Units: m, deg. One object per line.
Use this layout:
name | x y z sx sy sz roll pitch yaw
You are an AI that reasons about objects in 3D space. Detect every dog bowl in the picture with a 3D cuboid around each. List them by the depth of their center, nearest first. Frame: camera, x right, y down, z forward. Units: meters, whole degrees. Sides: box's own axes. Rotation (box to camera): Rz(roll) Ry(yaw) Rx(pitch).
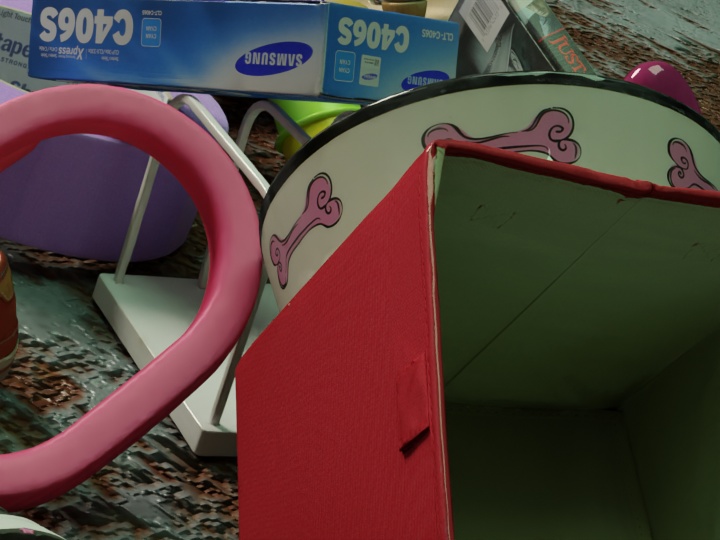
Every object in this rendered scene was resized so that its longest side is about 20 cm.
dog bowl | 0.059 0.009 0.877 0.199 0.200 0.074 10 55 -21

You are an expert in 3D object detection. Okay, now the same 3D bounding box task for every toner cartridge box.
toner cartridge box | -0.059 -0.104 1.039 0.199 0.044 0.095 8 5 42

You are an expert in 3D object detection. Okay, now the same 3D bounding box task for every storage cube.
storage cube | 0.064 0.086 0.752 0.170 0.180 0.202 9 61 -22

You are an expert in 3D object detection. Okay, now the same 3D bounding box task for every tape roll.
tape roll | -0.171 -0.081 1.127 0.199 0.066 0.200 21 18 -7

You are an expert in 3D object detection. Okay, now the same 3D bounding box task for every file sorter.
file sorter | 0.000 0.000 1.034 0.199 0.125 0.139 4 27 -31

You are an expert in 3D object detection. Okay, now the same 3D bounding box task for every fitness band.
fitness band | -0.130 0.009 0.885 0.200 0.037 0.144 -40 84 -26

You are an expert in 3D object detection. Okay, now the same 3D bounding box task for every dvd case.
dvd case | 0.101 -0.045 1.105 0.022 0.146 0.201 -29 76 -25

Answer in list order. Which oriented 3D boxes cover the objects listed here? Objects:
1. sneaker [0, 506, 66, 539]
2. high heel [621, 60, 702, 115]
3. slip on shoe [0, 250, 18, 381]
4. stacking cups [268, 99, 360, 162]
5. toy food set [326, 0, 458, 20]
sneaker | -0.199 0.103 0.739 0.199 0.081 0.086 11 11 -38
high heel | 0.142 0.012 0.971 0.067 0.202 0.096 -9 20 -7
slip on shoe | -0.238 0.008 0.907 0.198 0.062 0.074 5 29 -19
stacking cups | -0.035 -0.130 1.243 0.060 0.060 0.201 0 65 -38
toy food set | -0.035 -0.173 1.394 0.143 0.061 0.199 8 15 41
